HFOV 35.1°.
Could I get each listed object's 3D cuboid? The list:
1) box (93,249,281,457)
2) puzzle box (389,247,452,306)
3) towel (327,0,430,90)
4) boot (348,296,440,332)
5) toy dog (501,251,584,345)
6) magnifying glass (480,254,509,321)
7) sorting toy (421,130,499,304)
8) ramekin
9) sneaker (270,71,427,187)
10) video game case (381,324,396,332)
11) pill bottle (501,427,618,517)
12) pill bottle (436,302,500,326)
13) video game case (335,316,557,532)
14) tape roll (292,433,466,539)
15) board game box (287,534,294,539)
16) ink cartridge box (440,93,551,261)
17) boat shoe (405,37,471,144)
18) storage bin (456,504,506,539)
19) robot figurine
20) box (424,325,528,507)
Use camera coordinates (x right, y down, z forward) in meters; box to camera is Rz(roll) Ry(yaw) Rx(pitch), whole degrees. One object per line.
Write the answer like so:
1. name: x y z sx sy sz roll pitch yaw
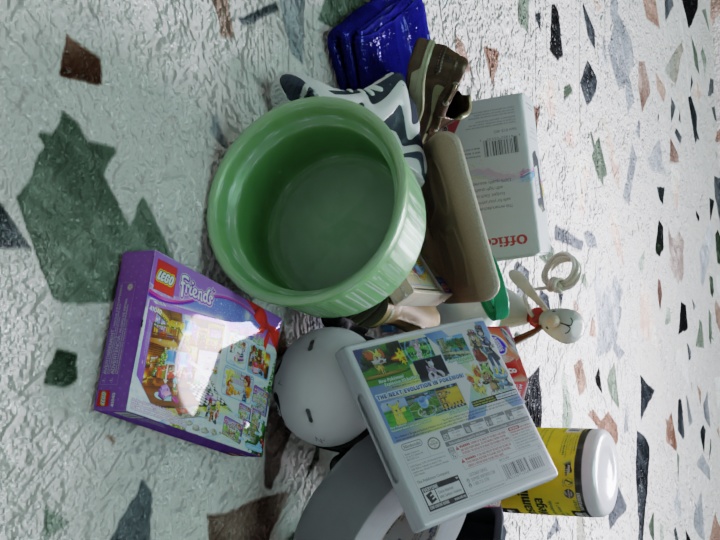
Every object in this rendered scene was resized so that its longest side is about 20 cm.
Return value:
1. box: -0.146 0.079 1.009 0.200 0.039 0.138 35 58 -55
2. puzzle box: 0.036 -0.023 1.213 0.133 0.025 0.200 58 12 9
3. towel: 0.035 -0.250 1.356 0.200 0.049 0.148 -49 128 -51
4. boot: 0.000 0.000 1.231 0.176 0.066 0.200 56 13 13
5. toy dog: 0.180 0.043 1.447 0.096 0.199 0.133 18 66 -45
6. magnifying glass: 0.132 -0.023 1.330 0.080 0.022 0.200 82 -11 -46
7. sorting toy: 0.103 -0.055 1.287 0.200 0.036 0.186 162 -88 -78
8. ramekin: -0.035 -0.052 1.070 0.098 0.199 0.201 38 55 -63
9. sneaker: -0.007 -0.176 1.223 0.199 0.079 0.130 27 45 -22
10. video game case: 0.042 -0.045 1.379 0.143 0.018 0.201 -40 121 -56
11. pill bottle: 0.229 0.263 1.495 0.112 0.199 0.113 12 77 -59
12. pill bottle: 0.122 0.139 1.397 0.113 0.112 0.201 -41 130 -54
13. video game case: 0.087 0.142 1.104 0.199 0.022 0.183 -9 67 -42
14. tape roll: 0.023 0.255 1.134 0.200 0.066 0.201 -32 137 -35
15. board game box: -0.012 0.296 1.244 0.200 0.023 0.105 -31 112 -58
16. ink cartridge box: 0.153 -0.109 1.435 0.083 0.145 0.201 -2 85 -71
17. boat shoe: 0.090 -0.187 1.315 0.202 0.074 0.075 87 19 -70
18. storage bin: 0.130 0.376 1.386 0.134 0.145 0.201 44 49 -63
19. robot figurine: -0.006 0.129 1.173 0.125 0.150 0.200 -50 149 8
20. box: 0.116 0.167 1.275 0.095 0.102 0.201 -103 -164 -52
